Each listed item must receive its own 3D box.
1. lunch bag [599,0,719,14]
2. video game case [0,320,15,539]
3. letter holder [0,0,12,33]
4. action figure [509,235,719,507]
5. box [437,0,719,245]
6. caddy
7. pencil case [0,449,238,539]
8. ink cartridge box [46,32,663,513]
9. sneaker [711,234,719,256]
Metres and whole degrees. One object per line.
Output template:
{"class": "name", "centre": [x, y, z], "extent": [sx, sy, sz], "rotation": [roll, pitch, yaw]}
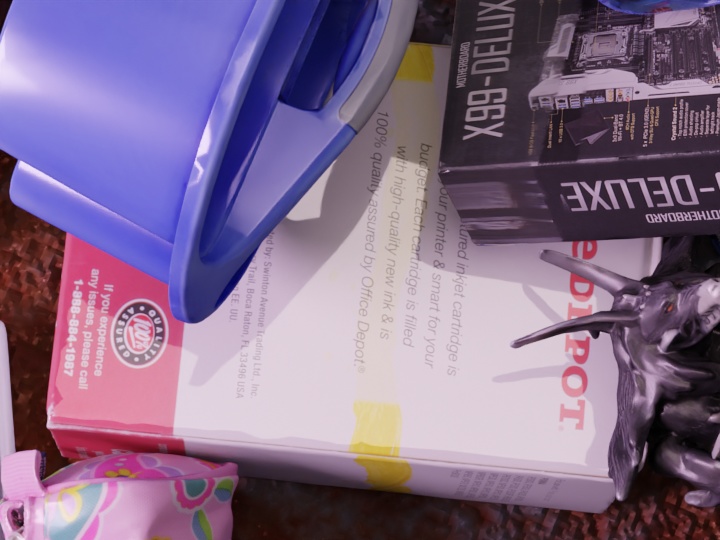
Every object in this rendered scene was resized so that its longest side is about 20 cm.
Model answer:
{"class": "lunch bag", "centre": [0.142, -0.165, 0.907], "extent": [0.199, 0.094, 0.151], "rotation": [-21, 53, 22]}
{"class": "video game case", "centre": [-0.197, 0.114, 0.967], "extent": [0.181, 0.023, 0.201], "rotation": [1, 76, -28]}
{"class": "letter holder", "centre": [-0.169, -0.122, 0.997], "extent": [0.100, 0.142, 0.201], "rotation": [12, 77, 1]}
{"class": "action figure", "centre": [0.154, 0.036, 0.925], "extent": [0.199, 0.102, 0.119], "rotation": [25, 53, -11]}
{"class": "box", "centre": [0.114, -0.108, 0.952], "extent": [0.157, 0.050, 0.201], "rotation": [-4, 59, 18]}
{"class": "caddy", "centre": [-0.036, -0.083, 0.911], "extent": [0.105, 0.141, 0.201], "rotation": [21, 76, 8]}
{"class": "pencil case", "centre": [-0.077, 0.158, 0.959], "extent": [0.087, 0.087, 0.201], "rotation": [-4, 86, -3]}
{"class": "ink cartridge box", "centre": [0.000, 0.000, 1.006], "extent": [0.199, 0.083, 0.146], "rotation": [6, 77, 0]}
{"class": "sneaker", "centre": [0.193, 0.023, 1.008], "extent": [0.077, 0.085, 0.200], "rotation": [-42, 83, -10]}
